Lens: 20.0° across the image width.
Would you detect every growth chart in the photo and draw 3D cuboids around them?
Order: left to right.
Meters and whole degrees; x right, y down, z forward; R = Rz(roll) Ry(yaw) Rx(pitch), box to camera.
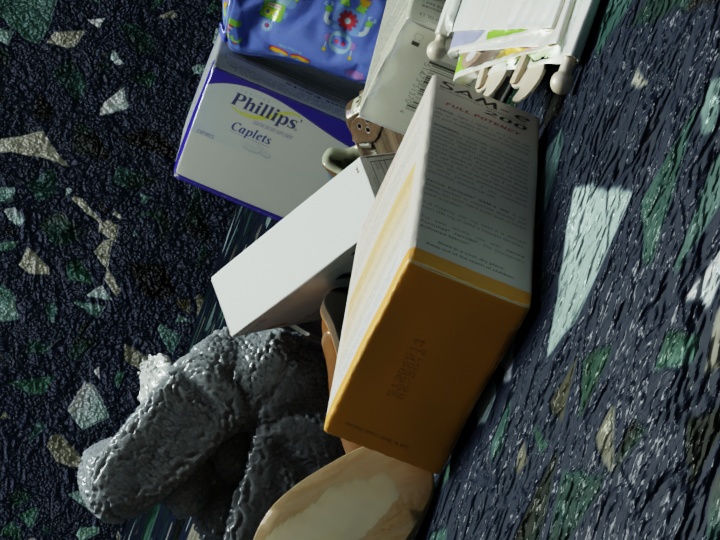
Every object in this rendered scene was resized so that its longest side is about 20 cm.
[{"bbox_3d":[0.098,-0.171,1.238,0.145,0.018,0.200,-67,25,0],"label":"growth chart"}]

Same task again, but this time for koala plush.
[{"bbox_3d":[-0.098,0.126,1.513,0.184,0.177,0.200,-58,6,-4],"label":"koala plush"}]

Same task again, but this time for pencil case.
[{"bbox_3d":[-0.023,-0.201,1.720,0.078,0.199,0.087,104,-177,-76],"label":"pencil case"}]

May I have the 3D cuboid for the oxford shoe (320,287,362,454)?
[{"bbox_3d":[0.002,0.065,1.292,0.200,0.071,0.072,-89,14,-69],"label":"oxford shoe"}]

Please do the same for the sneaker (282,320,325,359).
[{"bbox_3d":[0.002,-0.007,1.513,0.200,0.075,0.116,-50,13,37],"label":"sneaker"}]

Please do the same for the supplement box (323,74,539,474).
[{"bbox_3d":[0.043,-0.001,1.142,0.200,0.073,0.126,-80,13,-55],"label":"supplement box"}]

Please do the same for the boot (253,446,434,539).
[{"bbox_3d":[-0.027,0.188,1.163,0.201,0.071,0.144,-46,-20,-5],"label":"boot"}]

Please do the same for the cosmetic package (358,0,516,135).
[{"bbox_3d":[0.069,-0.190,1.426,0.104,0.087,0.201,118,169,-47],"label":"cosmetic package"}]

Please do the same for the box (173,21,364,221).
[{"bbox_3d":[-0.059,-0.117,1.770,0.200,0.183,0.105,-93,26,-73],"label":"box"}]

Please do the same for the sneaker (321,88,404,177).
[{"bbox_3d":[0.028,-0.117,1.564,0.200,0.075,0.071,119,169,-49],"label":"sneaker"}]

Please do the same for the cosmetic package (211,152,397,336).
[{"bbox_3d":[-0.014,-0.017,1.362,0.200,0.082,0.051,-36,68,50],"label":"cosmetic package"}]
